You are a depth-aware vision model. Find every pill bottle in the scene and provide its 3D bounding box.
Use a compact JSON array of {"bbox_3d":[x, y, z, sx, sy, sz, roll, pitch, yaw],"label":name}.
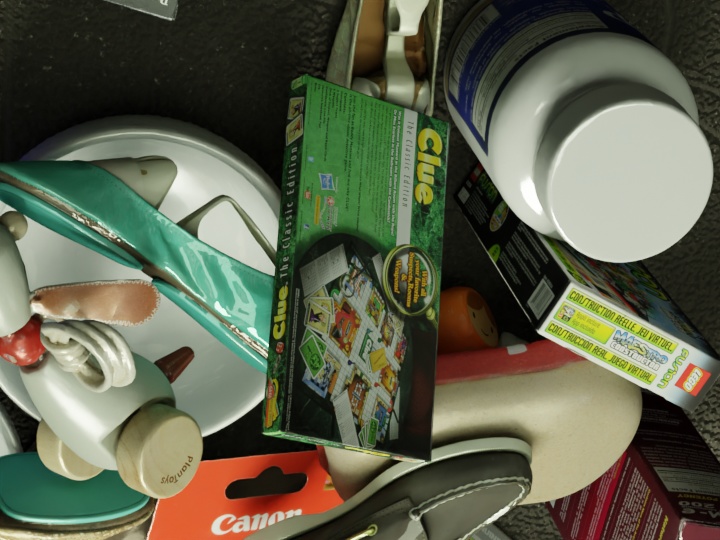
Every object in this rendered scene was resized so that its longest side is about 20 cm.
[{"bbox_3d":[0.122,-0.084,0.948,0.119,0.200,0.120,-4,115,-8],"label":"pill bottle"}]

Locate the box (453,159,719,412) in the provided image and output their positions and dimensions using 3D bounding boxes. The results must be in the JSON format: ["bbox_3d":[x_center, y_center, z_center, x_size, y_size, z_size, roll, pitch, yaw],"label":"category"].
[{"bbox_3d":[0.128,0.003,0.988,0.110,0.200,0.035,27,106,-21],"label":"box"}]

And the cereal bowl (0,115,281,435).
[{"bbox_3d":[-0.131,-0.001,0.996,0.199,0.083,0.201,-4,115,-8],"label":"cereal bowl"}]

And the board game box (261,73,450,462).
[{"bbox_3d":[0.000,0.000,0.933,0.104,0.023,0.201,15,71,-32],"label":"board game box"}]

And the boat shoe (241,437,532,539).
[{"bbox_3d":[0.016,0.160,0.976,0.201,0.061,0.072,-28,140,20],"label":"boat shoe"}]

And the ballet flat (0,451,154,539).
[{"bbox_3d":[-0.219,0.143,0.966,0.199,0.071,0.066,5,123,-22],"label":"ballet flat"}]

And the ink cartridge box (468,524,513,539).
[{"bbox_3d":[0.090,0.289,1.156,0.084,0.176,0.200,-28,120,38],"label":"ink cartridge box"}]

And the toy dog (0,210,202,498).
[{"bbox_3d":[-0.143,0.037,0.907,0.131,0.096,0.200,22,148,20],"label":"toy dog"}]

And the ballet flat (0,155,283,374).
[{"bbox_3d":[-0.105,-0.021,0.917,0.200,0.067,0.071,35,77,-22],"label":"ballet flat"}]

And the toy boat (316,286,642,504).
[{"bbox_3d":[0.069,0.068,1.030,0.199,0.131,0.131,-7,146,0],"label":"toy boat"}]

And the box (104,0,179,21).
[{"bbox_3d":[-0.177,-0.234,0.896,0.199,0.079,0.142,15,107,-16],"label":"box"}]

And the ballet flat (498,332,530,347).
[{"bbox_3d":[0.049,0.119,1.107,0.200,0.069,0.069,-46,113,6],"label":"ballet flat"}]

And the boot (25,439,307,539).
[{"bbox_3d":[-0.149,0.153,1.083,0.200,0.070,0.146,-43,106,2],"label":"boot"}]

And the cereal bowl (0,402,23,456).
[{"bbox_3d":[-0.301,0.130,1.020,0.199,0.083,0.201,-1,97,-11],"label":"cereal bowl"}]

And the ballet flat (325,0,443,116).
[{"bbox_3d":[0.017,-0.132,0.984,0.067,0.062,0.201,-1,114,-11],"label":"ballet flat"}]

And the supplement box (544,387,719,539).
[{"bbox_3d":[0.180,0.153,1.063,0.061,0.200,0.109,8,112,-14],"label":"supplement box"}]

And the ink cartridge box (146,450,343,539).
[{"bbox_3d":[-0.070,0.211,1.052,0.162,0.057,0.201,-1,123,-39],"label":"ink cartridge box"}]
